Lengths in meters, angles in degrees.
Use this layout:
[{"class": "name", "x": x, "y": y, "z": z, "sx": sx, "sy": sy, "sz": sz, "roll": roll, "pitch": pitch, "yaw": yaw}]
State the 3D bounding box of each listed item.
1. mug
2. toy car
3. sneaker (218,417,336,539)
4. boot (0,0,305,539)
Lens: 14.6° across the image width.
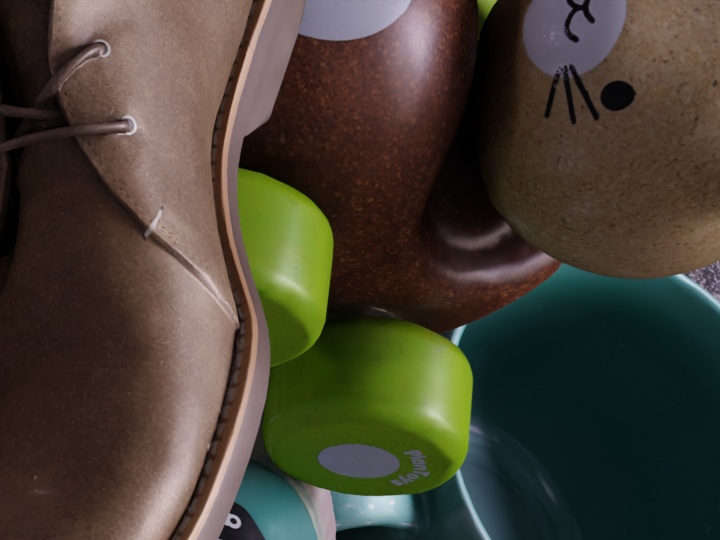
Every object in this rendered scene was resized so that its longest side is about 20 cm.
[{"class": "mug", "x": 0.047, "y": 0.072, "z": 0.938, "sx": 0.114, "sy": 0.185, "sz": 0.152, "roll": -36, "pitch": -152, "yaw": 50}, {"class": "toy car", "x": 0.055, "y": -0.051, "z": 0.702, "sx": 0.158, "sy": 0.200, "sz": 0.165, "roll": 44, "pitch": 44, "yaw": -50}, {"class": "sneaker", "x": -0.035, "y": 0.143, "z": 0.772, "sx": 0.080, "sy": 0.071, "sz": 0.200, "roll": -70, "pitch": 155, "yaw": -61}, {"class": "boot", "x": -0.059, "y": -0.016, "z": 0.544, "sx": 0.075, "sy": 0.074, "sz": 0.200, "roll": 58, "pitch": 29, "yaw": -46}]
